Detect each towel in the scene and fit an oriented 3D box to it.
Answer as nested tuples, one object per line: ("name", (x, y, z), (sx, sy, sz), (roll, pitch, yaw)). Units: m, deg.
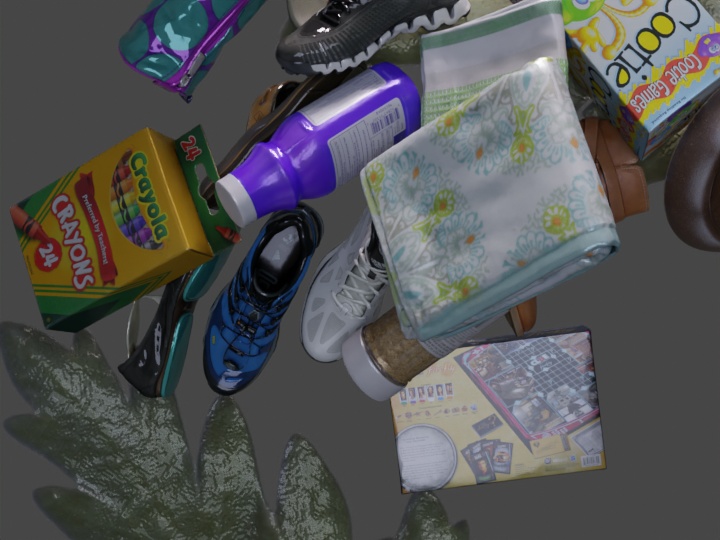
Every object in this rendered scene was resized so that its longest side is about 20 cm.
("towel", (0.096, -0.052, 0.868), (0.199, 0.048, 0.173), (-28, 66, 30))
("towel", (0.109, -0.123, 0.918), (0.148, 0.031, 0.202), (-11, 72, 42))

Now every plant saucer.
("plant saucer", (0.361, -0.095, 0.957), (0.198, 0.032, 0.202), (-14, 129, -17))

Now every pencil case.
("pencil case", (-0.127, -0.250, 0.984), (0.200, 0.085, 0.093), (-46, 58, 12))

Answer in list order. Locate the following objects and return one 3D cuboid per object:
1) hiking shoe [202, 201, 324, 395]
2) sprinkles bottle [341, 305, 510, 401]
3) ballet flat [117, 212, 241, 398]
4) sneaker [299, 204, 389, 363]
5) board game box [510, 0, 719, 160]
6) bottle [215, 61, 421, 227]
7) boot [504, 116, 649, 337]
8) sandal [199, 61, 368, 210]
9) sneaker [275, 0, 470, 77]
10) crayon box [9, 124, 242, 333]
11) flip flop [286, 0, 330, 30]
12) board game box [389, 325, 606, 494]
("hiking shoe", (-0.101, 0.026, 1.014), (0.074, 0.087, 0.202), (23, 95, 0))
("sprinkles bottle", (0.076, 0.037, 0.960), (0.199, 0.068, 0.068), (-38, 92, 21))
("ballet flat", (-0.180, 0.024, 1.029), (0.068, 0.068, 0.202), (24, 95, 10))
("sneaker", (0.000, 0.000, 0.994), (0.075, 0.115, 0.202), (30, 95, 0))
("board game box", (0.229, -0.215, 0.951), (0.105, 0.103, 0.201), (-37, 78, 4))
("bottle", (-0.037, -0.109, 0.974), (0.199, 0.084, 0.065), (-34, 59, -17))
("boot", (0.193, -0.044, 1.008), (0.153, 0.074, 0.202), (-8, 99, -3))
("sandal", (-0.079, -0.137, 1.016), (0.200, 0.082, 0.055), (-42, 67, 9))
("sneaker", (0.008, -0.242, 0.963), (0.199, 0.066, 0.091), (-26, 132, -18))
("crayon box", (-0.218, -0.042, 0.993), (0.199, 0.051, 0.128), (-28, 73, 16))
("flip flop", (0.000, -0.303, 0.999), (0.081, 0.058, 0.200), (39, 95, -1))
("board game box", (0.129, 0.134, 1.041), (0.198, 0.035, 0.137), (-7, 94, 3))
